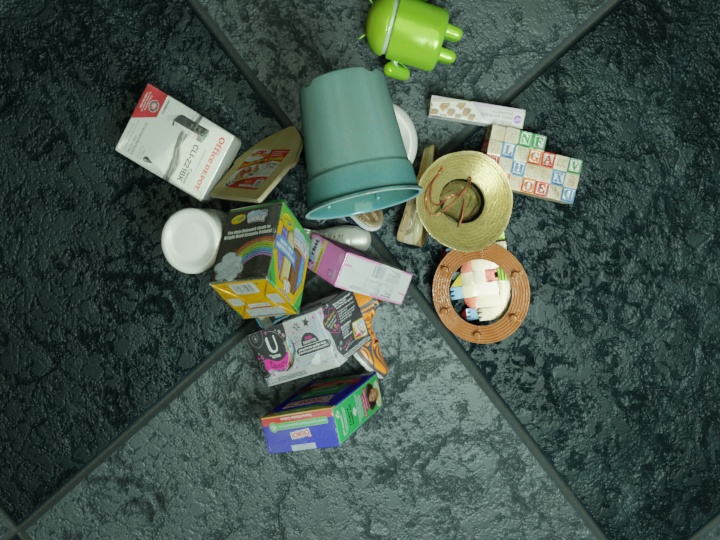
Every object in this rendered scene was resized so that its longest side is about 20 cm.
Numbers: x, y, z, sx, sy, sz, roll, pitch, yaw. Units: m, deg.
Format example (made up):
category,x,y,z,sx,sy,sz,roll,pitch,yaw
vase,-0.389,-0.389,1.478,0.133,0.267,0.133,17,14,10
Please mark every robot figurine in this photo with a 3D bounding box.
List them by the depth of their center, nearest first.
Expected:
category,x,y,z,sx,sy,sz,roll,pitch,yaw
robot figurine,0.097,-0.462,1.223,0.194,0.116,0.180,15,107,-2

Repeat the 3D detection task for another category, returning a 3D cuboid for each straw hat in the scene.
category,x,y,z,sx,sy,sz,roll,pitch,yaw
straw hat,0.194,-0.137,1.246,0.194,0.085,0.208,-1,94,-11

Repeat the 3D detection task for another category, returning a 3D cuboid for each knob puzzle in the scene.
category,x,y,z,sx,sy,sz,roll,pitch,yaw
knob puzzle,-0.181,-0.203,1.225,0.217,0.221,0.031,-35,126,3

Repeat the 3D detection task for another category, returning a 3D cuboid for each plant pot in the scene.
category,x,y,z,sx,sy,sz,roll,pitch,yaw
plant pot,-0.012,-0.203,1.014,0.194,0.200,0.203,-11,88,0

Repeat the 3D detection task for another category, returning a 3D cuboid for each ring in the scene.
category,x,y,z,sx,sy,sz,roll,pitch,yaw
ring,0.236,0.045,1.247,0.195,0.019,0.207,4,99,23

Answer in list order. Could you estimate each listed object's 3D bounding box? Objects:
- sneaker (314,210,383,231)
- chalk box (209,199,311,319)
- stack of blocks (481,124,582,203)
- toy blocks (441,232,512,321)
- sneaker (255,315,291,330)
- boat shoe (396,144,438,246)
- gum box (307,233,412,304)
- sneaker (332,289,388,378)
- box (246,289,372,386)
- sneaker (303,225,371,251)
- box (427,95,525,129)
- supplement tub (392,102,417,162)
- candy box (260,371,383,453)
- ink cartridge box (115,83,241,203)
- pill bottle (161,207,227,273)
category,x,y,z,sx,sy,sz,roll,pitch,yaw
sneaker,-0.033,-0.118,1.235,0.069,0.110,0.200,-24,57,-34
chalk box,-0.170,-0.035,1.132,0.121,0.125,0.205,-6,56,22
stack of blocks,0.343,-0.214,1.280,0.194,0.059,0.119,13,95,-2
toy blocks,0.240,0.023,1.293,0.132,0.100,0.207,-8,95,11
sneaker,-0.152,0.035,1.230,0.080,0.202,0.074,-19,125,12
boat shoe,0.115,-0.155,1.275,0.063,0.071,0.207,11,91,19
gum box,0.000,0.000,1.219,0.197,0.113,0.068,18,98,-43
sneaker,0.017,0.118,1.295,0.111,0.078,0.202,-38,95,3
box,-0.101,0.129,1.224,0.197,0.131,0.117,-22,95,36
sneaker,-0.072,-0.051,1.259,0.193,0.116,0.076,-6,94,-2
box,0.233,-0.318,1.278,0.193,0.041,0.040,8,95,-1
supplement tub,0.030,-0.235,1.200,0.140,0.200,0.151,0,96,-2
candy box,-0.070,0.272,1.220,0.165,0.199,0.079,-14,96,27
ink cartridge box,-0.356,-0.247,1.248,0.197,0.084,0.147,30,93,-4
pill bottle,-0.293,-0.059,1.205,0.110,0.200,0.118,0,95,4
